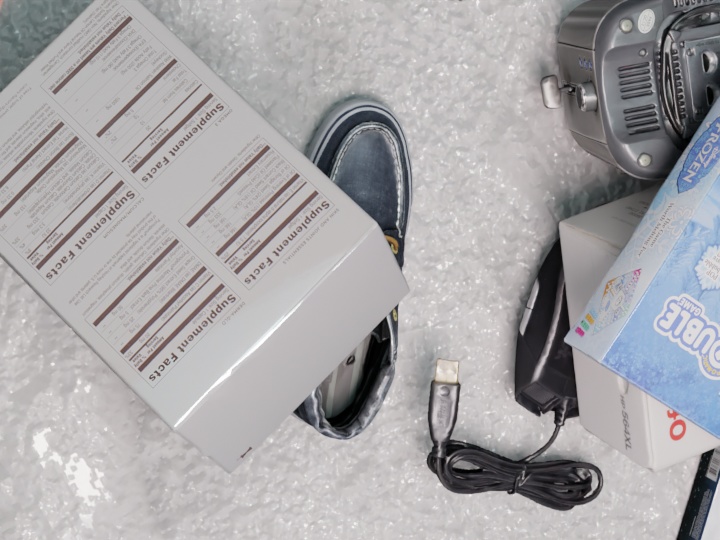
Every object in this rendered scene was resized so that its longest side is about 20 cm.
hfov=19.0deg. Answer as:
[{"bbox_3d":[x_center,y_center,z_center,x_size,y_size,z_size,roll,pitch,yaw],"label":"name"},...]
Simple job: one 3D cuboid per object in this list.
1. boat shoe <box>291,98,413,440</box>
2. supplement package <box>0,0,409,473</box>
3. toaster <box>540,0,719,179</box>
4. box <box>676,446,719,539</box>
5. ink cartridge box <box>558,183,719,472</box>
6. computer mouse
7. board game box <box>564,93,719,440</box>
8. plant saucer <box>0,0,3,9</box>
[{"bbox_3d":[0.000,0.000,1.274,0.071,0.091,0.201,8,95,-15],"label":"boat shoe"},{"bbox_3d":[-0.101,-0.020,1.175,0.151,0.152,0.200,-45,75,-5],"label":"supplement package"},{"bbox_3d":[0.212,-0.123,1.291,0.200,0.129,0.114,-12,101,-12],"label":"toaster"},{"bbox_3d":[0.264,0.219,1.397,0.136,0.038,0.200,16,93,-15],"label":"box"},{"bbox_3d":[0.228,0.015,1.306,0.200,0.084,0.146,-18,114,-23],"label":"ink cartridge box"},{"bbox_3d":[0.103,0.047,1.323,0.140,0.046,0.200,6,103,-31],"label":"computer mouse"},{"bbox_3d":[0.244,0.005,1.234,0.200,0.043,0.199,31,93,-33],"label":"board game box"},{"bbox_3d":[-0.285,-0.217,1.202,0.200,0.037,0.200,17,93,-15],"label":"plant saucer"}]
